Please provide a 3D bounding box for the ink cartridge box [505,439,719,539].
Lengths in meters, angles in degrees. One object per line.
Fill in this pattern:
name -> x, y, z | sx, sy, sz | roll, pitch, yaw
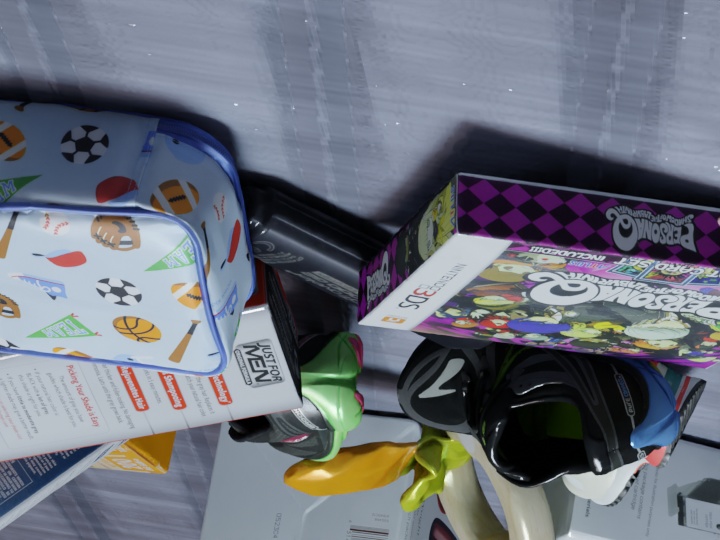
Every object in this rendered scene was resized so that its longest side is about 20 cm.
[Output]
ink cartridge box -> 0.212, 0.170, 1.723 | 0.199, 0.083, 0.147 | 14, 163, -12

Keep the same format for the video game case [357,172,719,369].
video game case -> 0.115, 0.003, 1.283 | 0.199, 0.036, 0.181 | 8, 164, -14

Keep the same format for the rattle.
rattle -> 0.063, 0.189, 1.630 | 0.142, 0.201, 0.130 | -23, -172, -37

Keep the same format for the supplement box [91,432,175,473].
supplement box -> -0.233, 0.078, 1.700 | 0.199, 0.074, 0.126 | 3, 161, 23

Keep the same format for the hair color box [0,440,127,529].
hair color box -> -0.179, 0.092, 1.524 | 0.061, 0.200, 0.100 | 54, 159, 2

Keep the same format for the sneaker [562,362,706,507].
sneaker -> 0.137, 0.082, 1.540 | 0.093, 0.071, 0.200 | 29, 164, 0

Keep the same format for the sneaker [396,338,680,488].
sneaker -> 0.085, 0.073, 1.429 | 0.083, 0.071, 0.199 | -31, -155, -33

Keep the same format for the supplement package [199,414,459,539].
supplement package -> -0.018, 0.215, 1.819 | 0.146, 0.192, 0.200 | 6, 163, 17

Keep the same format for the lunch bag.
lunch bag -> -0.155, -0.014, 1.297 | 0.199, 0.076, 0.161 | 8, 146, 12

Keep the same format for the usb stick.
usb stick -> 0.000, 0.000, 1.382 | 0.055, 0.033, 0.199 | -1, 160, 45

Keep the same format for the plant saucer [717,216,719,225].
plant saucer -> 0.290, -0.028, 1.114 | 0.199, 0.037, 0.200 | 18, 163, -24

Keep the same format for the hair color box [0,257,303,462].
hair color box -> -0.139, 0.042, 1.411 | 0.199, 0.062, 0.102 | -10, 142, 5

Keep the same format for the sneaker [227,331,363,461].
sneaker -> -0.045, 0.070, 1.537 | 0.083, 0.077, 0.200 | 2, 167, -5
